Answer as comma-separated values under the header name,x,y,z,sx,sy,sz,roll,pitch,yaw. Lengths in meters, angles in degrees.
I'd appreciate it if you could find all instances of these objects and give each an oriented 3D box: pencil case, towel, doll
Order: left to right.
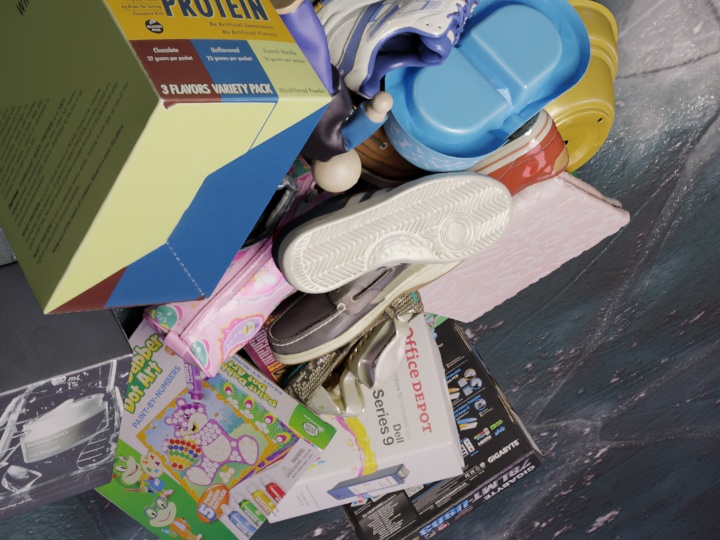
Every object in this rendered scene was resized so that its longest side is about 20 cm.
name,x,y,z,sx,sy,sz,roll,pitch,yaw
pencil case,-0.089,-0.008,1.544,0.200,0.087,0.087,-47,152,-5
doll,-0.039,-0.131,1.396,0.136,0.049,0.200,2,139,21
towel,0.131,-0.022,1.701,0.200,0.032,0.191,-33,158,20

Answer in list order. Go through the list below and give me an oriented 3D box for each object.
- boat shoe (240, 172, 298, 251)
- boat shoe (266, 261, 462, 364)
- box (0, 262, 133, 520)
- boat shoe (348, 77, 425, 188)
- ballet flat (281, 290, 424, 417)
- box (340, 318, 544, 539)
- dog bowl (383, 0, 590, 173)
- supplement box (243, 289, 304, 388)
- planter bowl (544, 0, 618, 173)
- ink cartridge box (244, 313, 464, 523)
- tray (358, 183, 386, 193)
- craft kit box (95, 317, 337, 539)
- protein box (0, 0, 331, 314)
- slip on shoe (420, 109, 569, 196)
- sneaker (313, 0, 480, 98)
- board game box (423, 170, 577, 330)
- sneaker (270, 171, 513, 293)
name,x,y,z,sx,sy,sz,roll,pitch,yaw
boat shoe,-0.136,-0.036,1.492,0.200,0.091,0.071,-45,149,24
boat shoe,0.001,0.000,1.548,0.200,0.072,0.066,-33,125,0
box,-0.305,0.106,1.522,0.199,0.124,0.197,-17,147,-25
boat shoe,0.006,-0.120,1.519,0.068,0.072,0.200,-45,150,25
ballet flat,-0.007,0.081,1.641,0.068,0.075,0.200,-3,140,-44
box,0.052,0.162,1.881,0.200,0.199,0.050,-35,150,5
dog bowl,0.097,-0.153,1.495,0.200,0.112,0.050,-40,172,-28
supplement box,-0.060,0.033,1.682,0.110,0.086,0.200,-31,152,-1
planter bowl,0.160,-0.136,1.637,0.200,0.084,0.201,-24,150,-15
ink cartridge box,-0.013,0.140,1.784,0.199,0.146,0.088,-14,152,4
tray,0.026,-0.031,1.726,0.107,0.022,0.200,-38,152,-5
craft kit box,-0.154,0.154,1.684,0.200,0.197,0.049,-52,180,32
protein box,-0.155,-0.114,1.233,0.134,0.200,0.199,-5,142,-40
slip on shoe,0.092,-0.072,1.589,0.199,0.074,0.061,-27,118,34
sneaker,0.061,-0.199,1.434,0.199,0.088,0.075,-32,150,-3
board game box,0.124,-0.032,1.790,0.200,0.029,0.135,-36,154,-6
sneaker,0.021,-0.039,1.489,0.199,0.084,0.075,-12,106,-17
